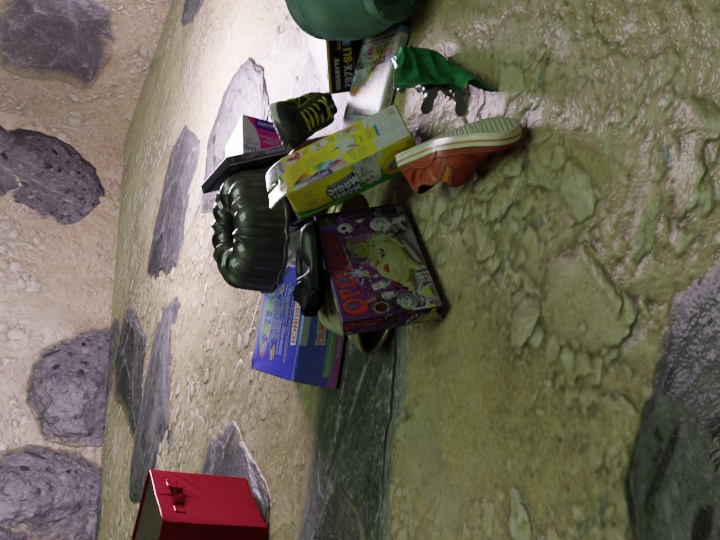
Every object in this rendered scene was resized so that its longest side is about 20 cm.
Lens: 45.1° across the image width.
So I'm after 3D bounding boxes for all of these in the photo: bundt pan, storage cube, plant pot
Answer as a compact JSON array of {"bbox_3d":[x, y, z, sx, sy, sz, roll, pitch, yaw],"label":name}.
[{"bbox_3d":[-0.180,-0.063,1.352,0.202,0.075,0.203,180,90,-64],"label":"bundt pan"},{"bbox_3d":[-0.274,0.454,1.442,0.171,0.179,0.201,39,115,63],"label":"storage cube"},{"bbox_3d":[0.007,-0.411,1.200,0.134,0.200,0.201,24,104,38],"label":"plant pot"}]

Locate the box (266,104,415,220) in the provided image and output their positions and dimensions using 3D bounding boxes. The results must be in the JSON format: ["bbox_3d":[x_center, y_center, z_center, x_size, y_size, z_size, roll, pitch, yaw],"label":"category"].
[{"bbox_3d":[-0.027,-0.136,1.129,0.117,0.199,0.048,-105,-9,-58],"label":"box"}]

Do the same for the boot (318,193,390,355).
[{"bbox_3d":[0.000,0.000,1.151,0.155,0.072,0.201,-152,67,-67],"label":"boot"}]

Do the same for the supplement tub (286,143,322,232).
[{"bbox_3d":[-0.090,-0.133,1.368,0.200,0.107,0.107,152,125,-61],"label":"supplement tub"}]

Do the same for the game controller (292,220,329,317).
[{"bbox_3d":[-0.064,0.001,1.120,0.200,0.042,0.105,130,145,-79],"label":"game controller"}]

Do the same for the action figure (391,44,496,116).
[{"bbox_3d":[0.081,-0.240,1.062,0.200,0.118,0.055,-106,22,-60],"label":"action figure"}]

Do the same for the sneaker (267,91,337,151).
[{"bbox_3d":[-0.085,-0.243,1.337,0.200,0.084,0.075,-78,-33,-67],"label":"sneaker"}]

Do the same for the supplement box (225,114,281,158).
[{"bbox_3d":[-0.191,-0.178,1.620,0.103,0.101,0.201,-53,35,45],"label":"supplement box"}]

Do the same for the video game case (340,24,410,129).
[{"bbox_3d":[0.015,-0.265,1.299,0.143,0.018,0.201,-149,71,-66],"label":"video game case"}]

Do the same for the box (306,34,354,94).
[{"bbox_3d":[-0.054,-0.403,1.403,0.200,0.049,0.160,-111,15,-50],"label":"box"}]

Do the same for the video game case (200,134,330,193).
[{"bbox_3d":[-0.149,-0.175,1.419,0.143,0.199,0.019,-27,81,61],"label":"video game case"}]

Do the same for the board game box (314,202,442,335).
[{"bbox_3d":[0.017,-0.007,1.059,0.200,0.119,0.032,-108,8,-47],"label":"board game box"}]

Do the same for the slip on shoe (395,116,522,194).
[{"bbox_3d":[0.113,-0.128,0.977,0.200,0.074,0.061,-12,104,58],"label":"slip on shoe"}]

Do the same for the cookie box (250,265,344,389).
[{"bbox_3d":[-0.092,0.082,1.319,0.200,0.075,0.172,180,101,-67],"label":"cookie box"}]
